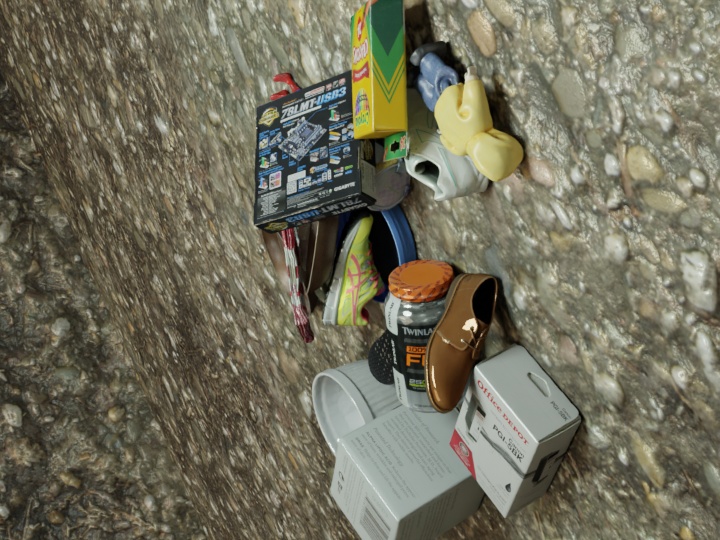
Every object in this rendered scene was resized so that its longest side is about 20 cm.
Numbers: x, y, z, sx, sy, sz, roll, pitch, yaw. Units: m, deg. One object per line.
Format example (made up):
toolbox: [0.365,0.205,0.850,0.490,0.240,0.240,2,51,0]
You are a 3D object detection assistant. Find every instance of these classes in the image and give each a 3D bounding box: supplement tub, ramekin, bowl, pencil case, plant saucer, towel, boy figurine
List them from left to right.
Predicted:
plant saucer: [-0.127,-0.011,1.920,0.202,0.034,0.201,58,164,27]
towel: [-0.104,0.008,1.703,0.144,0.022,0.204,82,179,-75]
plant saucer: [-0.058,-0.061,1.614,0.200,0.036,0.204,-173,90,-85]
pencil case: [-0.009,-0.174,1.561,0.200,0.082,0.092,44,126,37]
ramekin: [0.009,0.255,1.827,0.200,0.104,0.203,42,144,41]
bowl: [0.021,-0.049,1.648,0.200,0.039,0.203,42,143,41]
supplement tub: [0.100,0.096,1.520,0.122,0.121,0.203,27,133,52]
boy figurine: [0.132,-0.200,1.304,0.201,0.064,0.125,54,150,24]

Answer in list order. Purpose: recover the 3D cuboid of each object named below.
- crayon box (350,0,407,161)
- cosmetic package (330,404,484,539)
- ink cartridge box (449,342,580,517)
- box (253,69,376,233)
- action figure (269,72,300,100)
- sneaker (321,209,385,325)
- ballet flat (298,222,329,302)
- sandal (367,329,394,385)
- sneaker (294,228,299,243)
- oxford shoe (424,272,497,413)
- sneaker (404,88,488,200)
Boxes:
crayon box: [0.024,-0.250,1.382,0.127,0.050,0.204,-172,79,-78]
cosmetic package: [0.080,0.328,1.645,0.165,0.198,0.166,49,148,29]
ink cartridge box: [0.212,0.227,1.456,0.147,0.082,0.202,51,149,31]
box: [-0.070,-0.173,1.523,0.197,0.049,0.202,-15,65,31]
action figure: [-0.105,-0.228,1.687,0.201,0.098,0.066,51,150,25]
sneaker: [0.000,0.000,1.615,0.079,0.089,0.203,-80,4,-62]
ballet flat: [-0.063,-0.002,1.758,0.071,0.071,0.202,22,144,54]
sandal: [0.070,0.113,1.688,0.075,0.045,0.202,47,133,24]
sneaker: [-0.093,-0.125,1.775,0.080,0.075,0.203,24,139,43]
oxford shoe: [0.139,0.095,1.408,0.071,0.071,0.203,-9,62,59]
sneaker: [0.088,-0.172,1.391,0.201,0.079,0.071,52,151,30]
